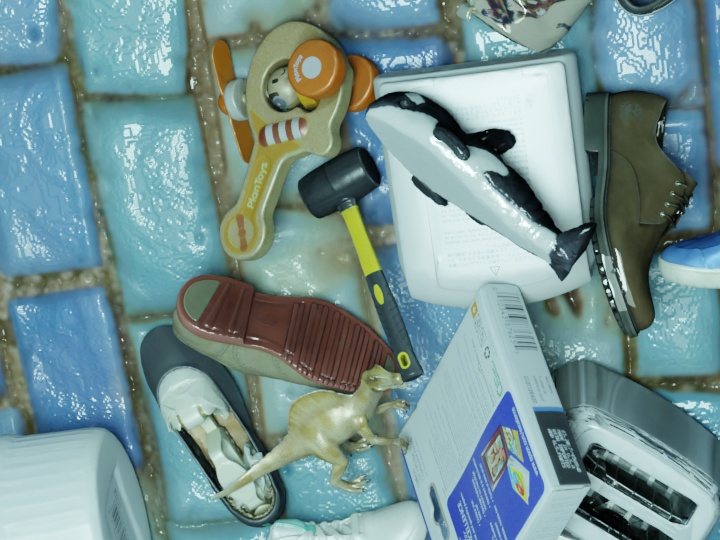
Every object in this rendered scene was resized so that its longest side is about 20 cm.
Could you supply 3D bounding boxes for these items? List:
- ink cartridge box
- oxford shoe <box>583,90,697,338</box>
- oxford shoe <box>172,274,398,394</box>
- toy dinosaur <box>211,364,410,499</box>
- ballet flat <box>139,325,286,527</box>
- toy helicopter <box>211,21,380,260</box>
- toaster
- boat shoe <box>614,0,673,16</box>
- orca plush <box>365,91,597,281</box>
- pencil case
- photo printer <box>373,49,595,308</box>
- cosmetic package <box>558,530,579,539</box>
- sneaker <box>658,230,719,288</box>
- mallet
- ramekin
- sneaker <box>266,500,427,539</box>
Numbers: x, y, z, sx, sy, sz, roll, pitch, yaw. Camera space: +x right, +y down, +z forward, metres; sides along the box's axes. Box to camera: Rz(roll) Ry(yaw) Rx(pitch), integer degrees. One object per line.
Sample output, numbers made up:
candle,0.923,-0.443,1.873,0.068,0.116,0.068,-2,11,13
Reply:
ink cartridge box,0.103,0.150,1.384,0.047,0.198,0.200,-1,139,-21
oxford shoe,0.221,-0.048,1.351,0.084,0.073,0.201,-4,78,14
oxford shoe,-0.065,0.062,1.479,0.199,0.071,0.075,23,151,-6
toy dinosaur,-0.028,0.140,1.463,0.200,0.058,0.101,-37,125,20
ballet flat,-0.127,0.137,1.496,0.073,0.073,0.200,-29,97,15
toy helicopter,-0.077,-0.107,1.420,0.132,0.079,0.201,22,96,28
toaster,0.218,0.167,1.409,0.200,0.129,0.114,32,108,1
boat shoe,0.265,-0.276,1.325,0.070,0.066,0.200,43,107,-2
orca plush,0.101,-0.084,1.325,0.200,0.105,0.071,33,68,25
pencil case,0.161,-0.259,1.341,0.089,0.078,0.200,31,108,-17
photo printer,0.105,-0.069,1.403,0.166,0.069,0.201,-6,103,12
cosmetic package,0.187,0.264,1.462,0.199,0.085,0.108,21,107,4
sneaker,0.328,-0.055,1.360,0.199,0.077,0.112,-9,108,8
mallet,0.000,0.000,1.417,0.066,0.041,0.201,-20,73,21
ramekin,-0.245,0.230,1.478,0.097,0.201,0.201,-13,101,6
sneaker,-0.036,0.241,1.495,0.200,0.075,0.089,-31,109,17
